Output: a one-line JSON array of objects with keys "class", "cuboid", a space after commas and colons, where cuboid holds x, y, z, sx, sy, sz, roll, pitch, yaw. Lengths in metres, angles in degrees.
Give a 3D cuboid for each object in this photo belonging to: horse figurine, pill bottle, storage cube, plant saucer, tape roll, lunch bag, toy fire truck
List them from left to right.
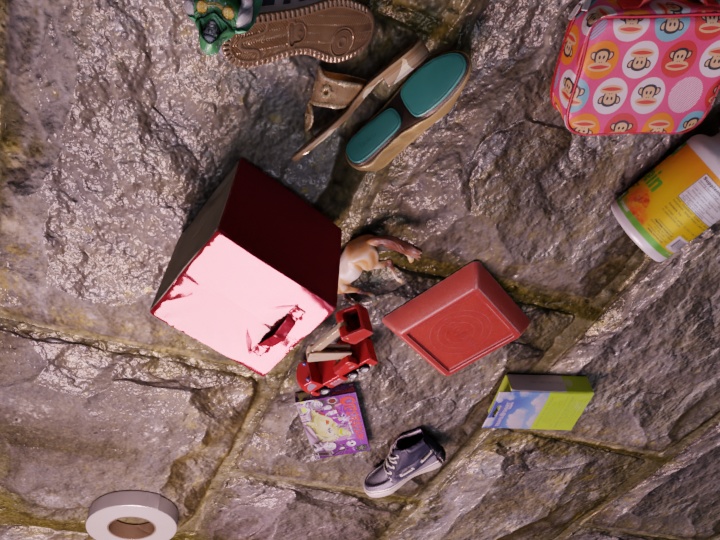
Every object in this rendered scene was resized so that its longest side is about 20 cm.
[{"class": "tape roll", "cuboid": [-0.511, 0.563, 1.404, 0.199, 0.037, 0.205, -3, 132, -3]}, {"class": "storage cube", "cuboid": [-0.146, -0.004, 0.841, 0.179, 0.202, 0.171, 34, 121, -24]}, {"class": "toy fire truck", "cuboid": [-0.044, 0.141, 1.053, 0.198, 0.049, 0.141, -31, 144, 20]}, {"class": "horse figurine", "cuboid": [0.000, 0.000, 0.958, 0.132, 0.050, 0.199, 28, 126, -35]}, {"class": "plant saucer", "cuboid": [0.171, 0.099, 1.077, 0.199, 0.037, 0.199, -33, 128, 20]}, {"class": "lunch bag", "cuboid": [0.341, -0.257, 0.749, 0.196, 0.083, 0.178, -1, 131, -6]}, {"class": "pill bottle", "cuboid": [0.465, -0.116, 0.871, 0.110, 0.112, 0.200, 28, 123, -29]}]

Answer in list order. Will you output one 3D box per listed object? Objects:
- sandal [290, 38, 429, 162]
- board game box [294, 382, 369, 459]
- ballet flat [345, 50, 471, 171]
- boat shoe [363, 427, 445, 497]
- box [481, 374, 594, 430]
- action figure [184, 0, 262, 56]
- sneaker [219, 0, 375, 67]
[{"class": "sandal", "cuboid": [-0.021, -0.224, 0.753, 0.210, 0.078, 0.070, -35, 108, 15]}, {"class": "board game box", "cuboid": [-0.052, 0.302, 1.238, 0.118, 0.033, 0.202, -13, 132, -1]}, {"class": "ballet flat", "cuboid": [0.065, -0.198, 0.792, 0.199, 0.069, 0.063, -35, 155, 25]}, {"class": "boat shoe", "cuboid": [0.075, 0.402, 1.320, 0.198, 0.075, 0.093, -32, 122, 10]}, {"class": "box", "cuboid": [0.345, 0.263, 1.237, 0.196, 0.048, 0.123, 4, 130, -10]}, {"class": "action figure", "cuboid": [-0.123, -0.300, 0.589, 0.116, 0.204, 0.055, 9, 176, -2]}, {"class": "sneaker", "cuboid": [-0.085, -0.281, 0.692, 0.198, 0.109, 0.071, -19, 138, -33]}]
